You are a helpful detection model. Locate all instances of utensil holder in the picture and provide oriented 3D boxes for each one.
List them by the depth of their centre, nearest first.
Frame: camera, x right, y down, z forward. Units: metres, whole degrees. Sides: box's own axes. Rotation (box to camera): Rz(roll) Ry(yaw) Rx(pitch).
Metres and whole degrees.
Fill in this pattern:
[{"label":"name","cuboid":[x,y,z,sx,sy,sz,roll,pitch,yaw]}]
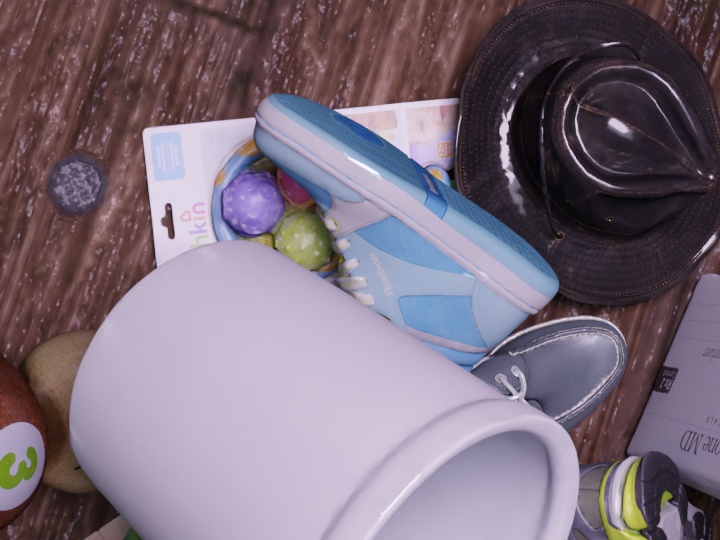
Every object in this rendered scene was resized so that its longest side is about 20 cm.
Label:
[{"label":"utensil holder","cuboid":[-0.024,0.096,0.626,0.200,0.170,0.170,32,84,37]}]

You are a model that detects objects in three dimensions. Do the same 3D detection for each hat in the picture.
[{"label":"hat","cuboid":[0.158,-0.076,0.766,0.199,0.081,0.202,1,88,-20]}]

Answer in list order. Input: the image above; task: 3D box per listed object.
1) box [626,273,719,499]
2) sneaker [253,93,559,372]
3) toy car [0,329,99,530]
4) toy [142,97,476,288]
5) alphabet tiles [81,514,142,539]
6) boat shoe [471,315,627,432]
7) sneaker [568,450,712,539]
[{"label":"box","cuboid":[0.293,0.098,0.742,0.199,0.199,0.131,24,86,-7]},{"label":"sneaker","cuboid":[0.000,0.000,0.726,0.199,0.080,0.131,34,107,-12]},{"label":"toy car","cuboid":[-0.159,0.084,0.716,0.199,0.158,0.165,-1,102,-20]},{"label":"toy","cuboid":[-0.026,-0.040,0.776,0.199,0.047,0.116,-6,90,-8]},{"label":"alphabet tiles","cuboid":[-0.118,0.249,0.783,0.167,0.008,0.201,-33,94,-7]},{"label":"boat shoe","cuboid":[0.081,0.089,0.782,0.199,0.062,0.073,-25,94,-7]},{"label":"sneaker","cuboid":[0.156,0.160,0.757,0.080,0.200,0.074,1,55,28]}]
